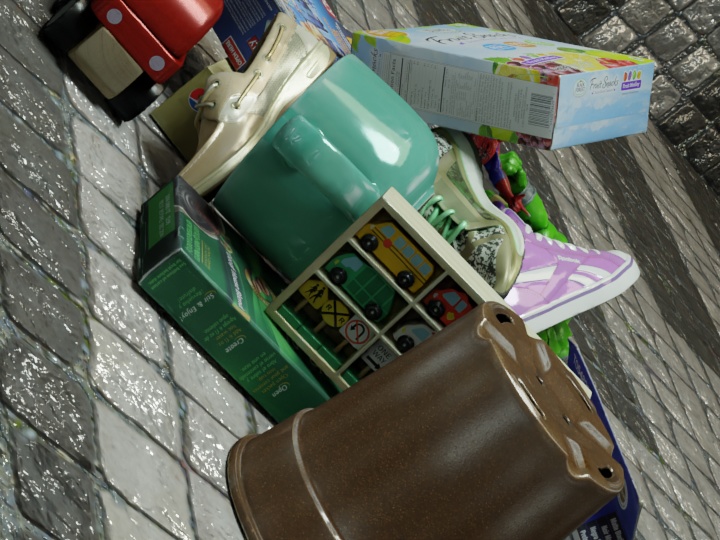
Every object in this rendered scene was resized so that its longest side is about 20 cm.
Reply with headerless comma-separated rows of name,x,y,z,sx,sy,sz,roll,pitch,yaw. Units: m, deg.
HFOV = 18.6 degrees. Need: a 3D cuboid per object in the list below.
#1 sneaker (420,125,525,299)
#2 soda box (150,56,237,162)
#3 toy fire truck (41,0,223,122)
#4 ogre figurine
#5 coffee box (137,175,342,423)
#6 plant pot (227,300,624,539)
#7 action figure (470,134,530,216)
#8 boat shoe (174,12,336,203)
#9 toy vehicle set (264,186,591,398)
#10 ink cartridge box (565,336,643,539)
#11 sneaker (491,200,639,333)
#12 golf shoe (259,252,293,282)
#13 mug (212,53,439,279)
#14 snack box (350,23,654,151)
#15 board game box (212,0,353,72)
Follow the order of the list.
sneaker,0.059,-0.043,1.713,0.088,0.077,0.201,15,34,-35
soda box,-0.105,-0.136,1.814,0.068,0.064,0.200,52,16,-3
toy fire truck,-0.122,-0.217,1.683,0.129,0.200,0.176,47,16,-16
ogre figurine,0.150,0.007,1.942,0.120,0.098,0.201,43,20,-43
coffee box,-0.077,0.034,1.560,0.200,0.044,0.123,47,15,-23
plant pot,0.050,0.135,1.428,0.200,0.198,0.201,46,17,-19
action figure,0.065,-0.061,1.891,0.065,0.199,0.099,35,27,-46
boat shoe,-0.096,-0.117,1.655,0.065,0.072,0.200,42,59,-6
toy vehicle set,0.046,0.056,1.513,0.200,0.124,0.027,45,24,-3
ink cartridge box,0.170,0.191,1.744,0.200,0.040,0.201,-107,-166,-51
sneaker,0.155,-0.013,1.844,0.200,0.072,0.115,-20,87,-48
golf shoe,0.000,0.000,1.699,0.199,0.073,0.092,35,-24,13
mug,-0.022,-0.057,1.578,0.114,0.152,0.185,43,33,1
snack box,0.115,-0.154,1.804,0.199,0.068,0.168,14,15,31
board game box,-0.057,-0.200,1.856,0.200,0.062,0.201,27,29,-59
